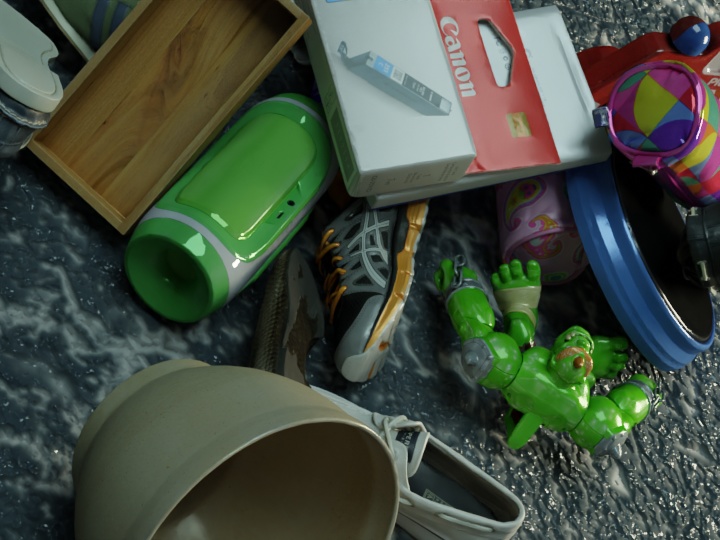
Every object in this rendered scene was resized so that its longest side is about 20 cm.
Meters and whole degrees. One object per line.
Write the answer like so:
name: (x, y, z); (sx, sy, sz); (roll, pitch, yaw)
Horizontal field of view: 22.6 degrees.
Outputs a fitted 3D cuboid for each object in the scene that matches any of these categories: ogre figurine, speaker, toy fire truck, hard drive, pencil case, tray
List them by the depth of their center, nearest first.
tray: (-0.136, -0.133, 1.270); (0.098, 0.200, 0.037); (41, 1, 1)
speaker: (-0.087, -0.049, 1.298); (0.088, 0.089, 0.200); (40, 45, -1)
ogre figurine: (0.143, 0.074, 1.356); (0.200, 0.098, 0.120); (49, 24, -19)
hard drive: (0.080, -0.127, 1.372); (0.198, 0.025, 0.133); (-12, 71, -20)
pencil case: (0.252, -0.099, 1.410); (0.200, 0.088, 0.089); (21, 39, -62)
pencil case: (0.142, -0.089, 1.480); (0.087, 0.088, 0.202); (13, 51, -25)
toy fire truck: (0.274, -0.161, 1.565); (0.198, 0.168, 0.113); (3, 55, -32)

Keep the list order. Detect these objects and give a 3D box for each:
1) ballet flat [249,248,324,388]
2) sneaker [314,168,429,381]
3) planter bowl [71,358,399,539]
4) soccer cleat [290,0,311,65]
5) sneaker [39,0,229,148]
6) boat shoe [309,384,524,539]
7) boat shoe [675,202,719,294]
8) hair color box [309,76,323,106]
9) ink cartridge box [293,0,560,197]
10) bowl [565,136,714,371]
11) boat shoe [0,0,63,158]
ballet flat: (-0.057, 0.048, 1.246); (0.201, 0.046, 0.068); (-86, 152, -59)
sneaker: (0.000, 0.000, 1.335); (0.076, 0.079, 0.201); (17, 45, -5)
planter bowl: (-0.093, 0.138, 1.095); (0.199, 0.202, 0.135); (-9, 36, -38)
soccer cleat: (-0.013, -0.196, 1.478); (0.198, 0.069, 0.086); (22, 56, -14)
sneaker: (-0.160, -0.176, 1.330); (0.201, 0.090, 0.067); (55, 14, 10)
boat shoe: (0.024, 0.133, 1.246); (0.199, 0.066, 0.072); (36, 45, -4)
boat shoe: (0.279, -0.019, 1.423); (0.060, 0.200, 0.076); (-11, 76, 5)
hair color box: (0.030, -0.176, 1.425); (0.108, 0.065, 0.202); (17, 76, -19)
ink cartridge box: (0.051, -0.164, 1.341); (0.174, 0.045, 0.202); (-10, 70, -18)
bowl: (0.229, -0.019, 1.452); (0.201, 0.039, 0.202); (47, 29, -36)
boat shoe: (-0.247, -0.135, 1.248); (0.074, 0.062, 0.200); (29, 16, -30)
